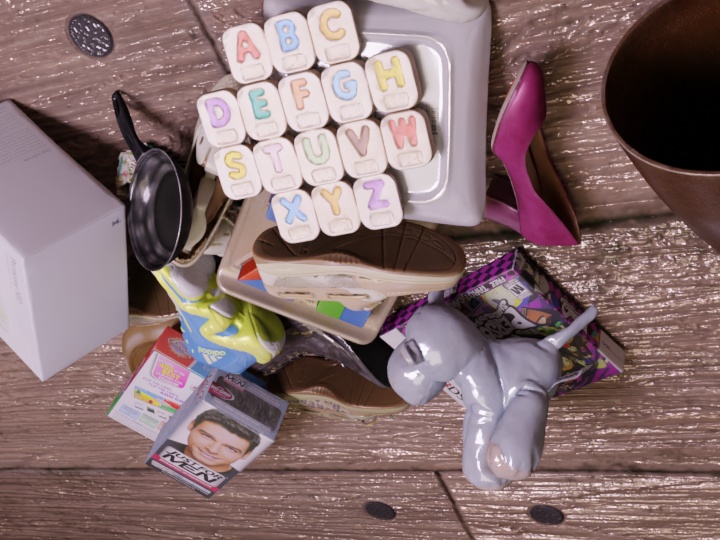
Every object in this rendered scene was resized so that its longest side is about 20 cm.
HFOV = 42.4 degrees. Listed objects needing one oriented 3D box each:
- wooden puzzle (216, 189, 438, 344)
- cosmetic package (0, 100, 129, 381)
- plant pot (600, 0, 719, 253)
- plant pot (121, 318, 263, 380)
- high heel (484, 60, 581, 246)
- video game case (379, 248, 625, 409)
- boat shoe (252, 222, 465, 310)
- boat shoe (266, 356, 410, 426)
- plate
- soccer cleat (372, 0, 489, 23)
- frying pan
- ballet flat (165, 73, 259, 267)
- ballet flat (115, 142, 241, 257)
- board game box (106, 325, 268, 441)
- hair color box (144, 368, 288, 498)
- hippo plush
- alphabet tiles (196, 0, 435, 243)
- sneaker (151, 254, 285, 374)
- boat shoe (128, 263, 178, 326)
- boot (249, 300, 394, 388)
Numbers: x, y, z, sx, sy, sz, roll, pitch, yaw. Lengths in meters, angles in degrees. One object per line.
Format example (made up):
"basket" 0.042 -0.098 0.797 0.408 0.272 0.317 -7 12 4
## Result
"wooden puzzle" -0.036 -0.022 0.928 0.185 0.046 0.200 21 123 -7
"cosmetic package" -0.352 -0.029 0.974 0.200 0.123 0.200 38 142 21
"plant pot" 0.301 -0.089 0.697 0.186 0.188 0.200 -9 144 28
"plant pot" -0.226 0.136 1.220 0.199 0.028 0.200 11 137 10
"high heel" 0.163 -0.097 0.803 0.096 0.068 0.200 19 152 13
"video game case" 0.151 0.079 1.009 0.181 0.036 0.200 41 134 -22
"boat shoe" 0.000 0.000 0.863 0.199 0.072 0.065 2 131 14
"boat shoe" -0.018 0.145 1.123 0.199 0.073 0.063 5 142 32
"plate" 0.010 -0.135 0.801 0.199 0.032 0.200 6 114 15
"soccer cleat" 0.006 -0.239 0.725 0.199 0.069 0.078 27 143 4
"frying pan" -0.208 -0.079 0.898 0.031 0.190 0.115 0 126 -38
"ballet flat" -0.139 -0.088 0.886 0.067 0.062 0.201 18 117 -9
"ballet flat" -0.174 -0.055 0.978 0.200 0.064 0.076 32 137 -13
"board game box" -0.227 0.169 1.204 0.153 0.040 0.200 32 136 -12
"hair color box" -0.181 0.203 1.145 0.099 0.061 0.200 32 135 -12
"hippo plush" 0.106 0.113 0.916 0.160 0.160 0.200 26 137 -6
"alphabet tiles" -0.040 -0.121 0.793 0.199 0.015 0.196 -8 108 20
"sneaker" -0.182 0.043 1.011 0.200 0.076 0.105 43 123 -5
"boat shoe" -0.252 0.032 1.102 0.199 0.072 0.065 -11 166 16
"boot" -0.067 0.085 1.084 0.200 0.069 0.174 44 135 -11
